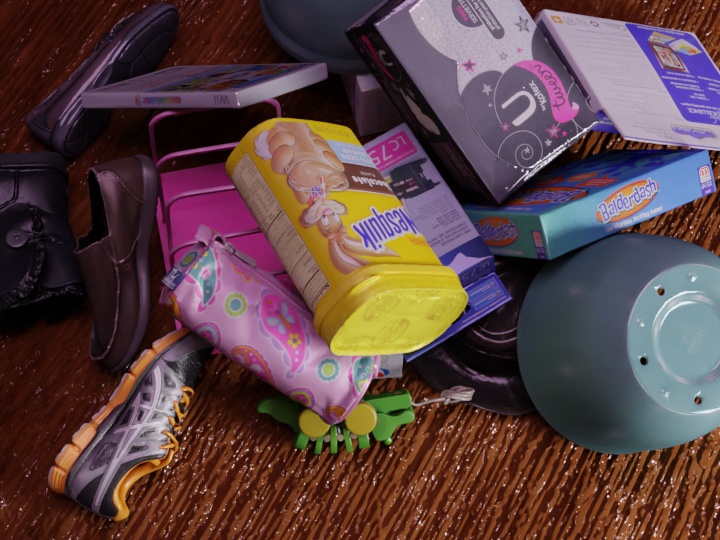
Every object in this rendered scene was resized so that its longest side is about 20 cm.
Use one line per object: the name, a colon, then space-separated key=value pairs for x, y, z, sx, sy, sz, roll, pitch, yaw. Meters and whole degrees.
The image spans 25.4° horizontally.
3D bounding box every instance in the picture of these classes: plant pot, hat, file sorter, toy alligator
plant pot: x=0.255 y=0.061 z=1.387 sx=0.198 sy=0.161 sz=0.203 roll=1 pitch=86 yaw=-14
hat: x=0.136 y=0.029 z=1.492 sx=0.198 sy=0.081 sz=0.202 roll=0 pitch=60 yaw=0
plant pot: x=-0.006 y=-0.312 z=1.554 sx=0.198 sy=0.135 sz=0.202 roll=-1 pitch=62 yaw=2
file sorter: x=-0.121 y=-0.045 z=1.504 sx=0.137 sy=0.126 sz=0.202 roll=-10 pitch=62 yaw=-7
toy alligator: x=0.006 y=0.137 z=1.450 sx=0.198 sy=0.059 sz=0.055 roll=-2 pitch=103 yaw=-3

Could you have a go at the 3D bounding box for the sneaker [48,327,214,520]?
sneaker: x=-0.189 y=0.135 z=1.431 sx=0.077 sy=0.078 sz=0.201 roll=37 pitch=83 yaw=13

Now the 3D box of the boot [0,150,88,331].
boot: x=-0.363 y=-0.025 z=1.517 sx=0.198 sy=0.077 sz=0.169 roll=-7 pitch=57 yaw=-11

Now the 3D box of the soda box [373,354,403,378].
soda box: x=0.000 y=0.000 z=1.517 sx=0.067 sy=0.064 sz=0.202 roll=-4 pitch=61 yaw=-3

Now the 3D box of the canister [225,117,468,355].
canister: x=-0.015 y=-0.032 z=1.375 sx=0.148 sy=0.087 sz=0.201 roll=1 pitch=48 yaw=-50

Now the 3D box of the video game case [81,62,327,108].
video game case: x=-0.151 y=-0.178 z=1.546 sx=0.198 sy=0.018 sz=0.143 roll=4 pitch=19 yaw=36

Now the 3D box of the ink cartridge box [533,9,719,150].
ink cartridge box: x=0.284 y=-0.170 z=1.562 sx=0.196 sy=0.044 sz=0.201 roll=4 pitch=42 yaw=-28

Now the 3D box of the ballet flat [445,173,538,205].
ballet flat: x=0.163 y=-0.126 z=1.597 sx=0.072 sy=0.072 sz=0.200 roll=39 pitch=70 yaw=19

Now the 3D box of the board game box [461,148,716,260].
board game box: x=0.205 y=-0.065 z=1.489 sx=0.199 sy=0.152 sz=0.045 roll=-22 pitch=104 yaw=-27

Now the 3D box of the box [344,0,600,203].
box: x=0.103 y=-0.179 z=1.468 sx=0.132 sy=0.115 sz=0.201 roll=-38 pitch=103 yaw=-9

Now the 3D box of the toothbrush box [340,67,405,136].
toothbrush box: x=0.042 y=-0.254 z=1.646 sx=0.145 sy=0.086 sz=0.202 roll=-13 pitch=63 yaw=-7

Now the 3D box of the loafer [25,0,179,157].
loafer: x=-0.263 y=-0.206 z=1.626 sx=0.063 sy=0.072 sz=0.201 roll=28 pitch=67 yaw=19

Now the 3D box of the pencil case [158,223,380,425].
pencil case: x=-0.078 y=0.047 z=1.372 sx=0.199 sy=0.087 sz=0.088 roll=37 pitch=64 yaw=-9

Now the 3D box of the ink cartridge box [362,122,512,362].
ink cartridge box: x=0.041 y=-0.029 z=1.467 sx=0.119 sy=0.042 sz=0.201 roll=-29 pitch=66 yaw=-6

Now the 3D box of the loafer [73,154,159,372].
loafer: x=-0.235 y=-0.008 z=1.473 sx=0.070 sy=0.073 sz=0.202 roll=4 pitch=91 yaw=-31
